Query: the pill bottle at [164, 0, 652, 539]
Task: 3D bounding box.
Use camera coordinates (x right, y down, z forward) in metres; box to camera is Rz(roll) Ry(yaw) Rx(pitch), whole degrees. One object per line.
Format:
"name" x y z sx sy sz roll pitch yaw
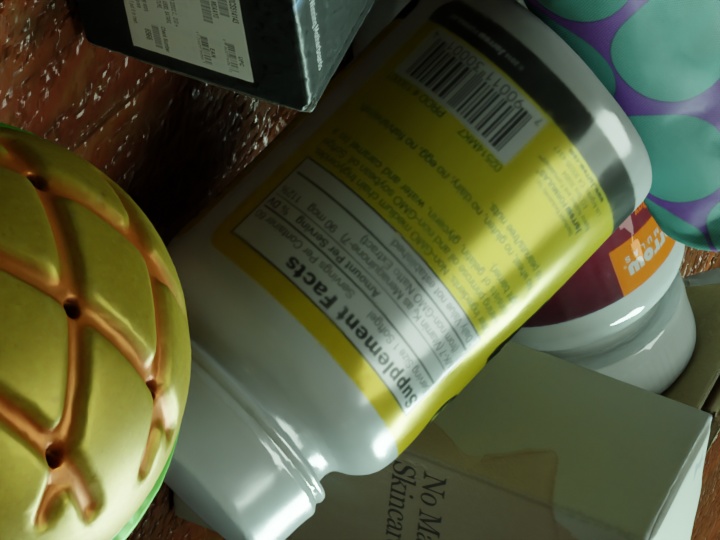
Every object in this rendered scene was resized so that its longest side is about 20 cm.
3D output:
"pill bottle" 0.000 0.000 0.993 0.200 0.114 0.114 -45 157 -10

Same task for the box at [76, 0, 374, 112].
"box" -0.027 -0.178 0.847 0.200 0.086 0.164 82 30 -55

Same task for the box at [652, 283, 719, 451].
"box" 0.076 0.069 1.256 0.021 0.199 0.164 60 44 -28

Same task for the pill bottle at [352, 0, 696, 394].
"pill bottle" 0.076 -0.037 1.176 0.110 0.109 0.201 -57 138 -38

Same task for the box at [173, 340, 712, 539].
"box" 0.031 0.078 1.093 0.078 0.199 0.095 -53 155 -43

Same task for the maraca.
"maraca" -0.121 0.033 0.740 0.107 0.138 0.200 -28 -175 43

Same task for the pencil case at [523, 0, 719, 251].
"pencil case" 0.111 -0.098 0.996 0.092 0.085 0.200 -32 133 5

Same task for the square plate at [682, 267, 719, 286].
"square plate" 0.090 0.064 1.351 0.029 0.197 0.200 59 37 -14
